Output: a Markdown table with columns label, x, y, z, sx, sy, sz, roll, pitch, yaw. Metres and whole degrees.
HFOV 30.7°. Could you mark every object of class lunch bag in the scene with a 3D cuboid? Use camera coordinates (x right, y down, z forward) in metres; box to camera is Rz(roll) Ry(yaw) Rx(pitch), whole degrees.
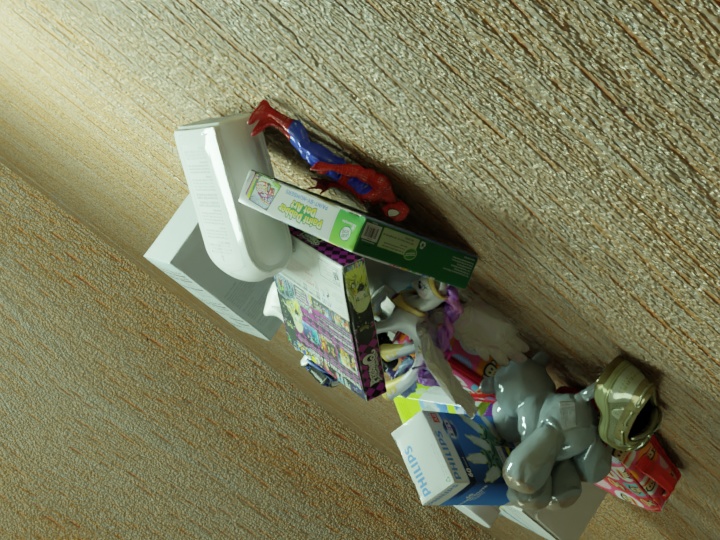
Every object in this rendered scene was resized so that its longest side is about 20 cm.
| label | x | y | z | sx | sy | sz | roll | pitch | yaw |
| --- | --- | --- | --- | --- | --- | --- | --- | --- | --- |
| lunch bag | 0.142 | 0.122 | 1.792 | 0.176 | 0.082 | 0.200 | 33 | 171 | -9 |
| lunch bag | 0.340 | 0.245 | 1.744 | 0.176 | 0.082 | 0.200 | 24 | 164 | 40 |

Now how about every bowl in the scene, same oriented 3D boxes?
| label | x | y | z | sx | sy | sz | roll | pitch | yaw |
| --- | --- | --- | --- | --- | --- | --- | --- | --- | --- |
| bowl | 0.000 | 0.000 | 1.735 | 0.200 | 0.075 | 0.200 | 38 | 168 | -9 |

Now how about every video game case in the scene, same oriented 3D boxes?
| label | x | y | z | sx | sy | sz | roll | pitch | yaw |
| --- | --- | --- | --- | --- | --- | --- | --- | --- | --- |
| video game case | -0.044 | 0.039 | 1.582 | 0.200 | 0.036 | 0.182 | 31 | 137 | 54 |

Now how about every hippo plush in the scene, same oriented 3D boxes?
| label | x | y | z | sx | sy | sz | roll | pitch | yaw |
| --- | --- | --- | --- | --- | --- | --- | --- | --- | --- |
| hippo plush | 0.208 | 0.187 | 1.618 | 0.161 | 0.159 | 0.200 | 43 | 151 | 42 |

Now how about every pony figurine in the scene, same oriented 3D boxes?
| label | x | y | z | sx | sy | sz | roll | pitch | yaw |
| --- | --- | --- | --- | --- | --- | --- | --- | --- | --- |
| pony figurine | 0.084 | 0.083 | 1.603 | 0.193 | 0.167 | 0.200 | 51 | 133 | -5 |

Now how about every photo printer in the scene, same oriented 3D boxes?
| label | x | y | z | sx | sy | sz | roll | pitch | yaw |
| --- | --- | --- | --- | --- | --- | --- | --- | --- | --- |
| photo printer | -0.150 | -0.085 | 1.578 | 0.166 | 0.069 | 0.201 | 6 | 113 | 64 |

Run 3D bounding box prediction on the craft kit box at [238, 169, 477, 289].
| label | x | y | z | sx | sy | sz | roll | pitch | yaw |
| --- | --- | --- | --- | --- | --- | --- | --- | --- | --- |
| craft kit box | -0.002 | -0.046 | 1.470 | 0.200 | 0.049 | 0.197 | 18 | -173 | -46 |

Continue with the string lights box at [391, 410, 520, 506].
| label | x | y | z | sx | sy | sz | roll | pitch | yaw |
| --- | --- | --- | --- | --- | --- | --- | --- | --- | --- |
| string lights box | 0.136 | 0.238 | 1.648 | 0.200 | 0.059 | 0.103 | 12 | -134 | -50 |

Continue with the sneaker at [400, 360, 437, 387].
| label | x | y | z | sx | sy | sz | roll | pitch | yaw |
| --- | --- | --- | --- | --- | --- | --- | --- | --- | --- |
| sneaker | 0.139 | 0.182 | 2.089 | 0.200 | 0.071 | 0.076 | 26 | 165 | 35 |

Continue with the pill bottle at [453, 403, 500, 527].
| label | x | y | z | sx | sy | sz | roll | pitch | yaw |
| --- | --- | --- | --- | --- | --- | --- | --- | --- | --- |
| pill bottle | 0.208 | 0.268 | 1.914 | 0.111 | 0.200 | 0.111 | 32 | 169 | 7 |

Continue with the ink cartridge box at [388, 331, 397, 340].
| label | x | y | z | sx | sy | sz | roll | pitch | yaw |
| --- | --- | --- | --- | --- | --- | --- | --- | --- | --- |
| ink cartridge box | 0.085 | 0.103 | 1.974 | 0.200 | 0.050 | 0.109 | 35 | 169 | -7 |

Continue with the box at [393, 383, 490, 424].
| label | x | y | z | sx | sy | sz | roll | pitch | yaw |
| --- | --- | --- | --- | --- | --- | --- | --- | --- | --- |
| box | 0.152 | 0.243 | 2.051 | 0.200 | 0.048 | 0.122 | 4 | 124 | 44 |

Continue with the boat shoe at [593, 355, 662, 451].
| label | x | y | z | sx | sy | sz | roll | pitch | yaw |
| --- | --- | --- | --- | --- | --- | --- | --- | --- | --- |
| boat shoe | 0.319 | 0.167 | 1.519 | 0.063 | 0.073 | 0.201 | 33 | 162 | 31 |

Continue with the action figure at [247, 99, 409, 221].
| label | x | y | z | sx | sy | sz | roll | pitch | yaw |
| --- | --- | --- | --- | --- | --- | --- | --- | --- | --- |
| action figure | -0.033 | -0.113 | 1.435 | 0.200 | 0.052 | 0.065 | 31 | 165 | 8 |

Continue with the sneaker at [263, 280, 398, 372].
| label | x | y | z | sx | sy | sz | roll | pitch | yaw |
| --- | --- | --- | --- | --- | --- | --- | --- | --- | --- |
| sneaker | -0.041 | 0.083 | 1.735 | 0.200 | 0.089 | 0.074 | 37 | -156 | 13 |

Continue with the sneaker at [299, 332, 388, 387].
| label | x | y | z | sx | sy | sz | roll | pitch | yaw |
| --- | --- | --- | --- | --- | --- | --- | --- | --- | --- |
| sneaker | -0.027 | 0.113 | 1.877 | 0.080 | 0.115 | 0.199 | 35 | 175 | 1 |

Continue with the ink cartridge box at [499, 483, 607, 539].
| label | x | y | z | sx | sy | sz | roll | pitch | yaw |
| --- | --- | --- | --- | --- | --- | --- | --- | --- | --- |
| ink cartridge box | 0.272 | 0.325 | 2.105 | 0.146 | 0.147 | 0.200 | 43 | 167 | -33 |

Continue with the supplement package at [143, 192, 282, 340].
| label | x | y | z | sx | sy | sz | roll | pitch | yaw |
| --- | --- | --- | --- | --- | --- | --- | --- | --- | --- |
| supplement package | -0.194 | -0.018 | 2.006 | 0.200 | 0.152 | 0.151 | 39 | 168 | -22 |
